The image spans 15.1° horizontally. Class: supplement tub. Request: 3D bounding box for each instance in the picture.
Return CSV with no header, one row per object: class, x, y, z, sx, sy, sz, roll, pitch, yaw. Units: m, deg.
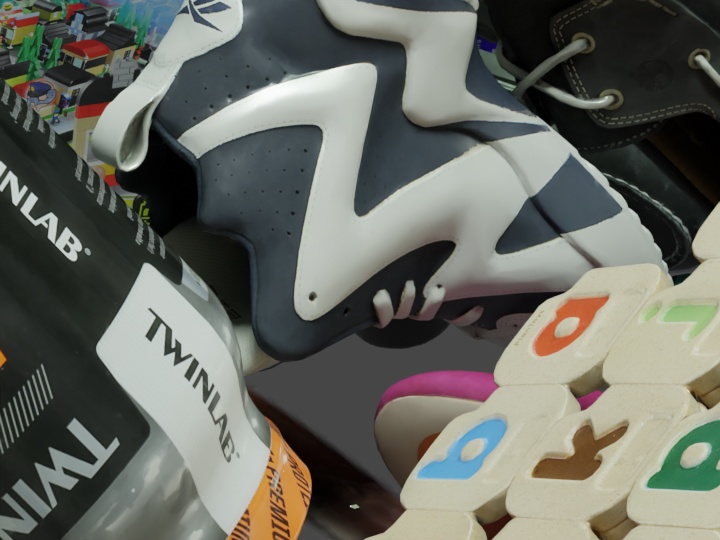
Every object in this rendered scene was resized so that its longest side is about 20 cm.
supplement tub,-0.111,0.011,0.600,0.200,0.122,0.123,45,23,-16

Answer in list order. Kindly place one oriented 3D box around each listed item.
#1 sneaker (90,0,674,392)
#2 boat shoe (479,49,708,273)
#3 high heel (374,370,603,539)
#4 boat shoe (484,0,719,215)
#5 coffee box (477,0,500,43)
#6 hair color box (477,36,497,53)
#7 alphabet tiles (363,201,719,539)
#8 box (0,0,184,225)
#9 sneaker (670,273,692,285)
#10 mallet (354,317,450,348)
sneaker,0.000,0.000,0.742,0.130,0.200,0.079,-46,39,-15
boat shoe,0.031,-0.035,0.878,0.198,0.074,0.068,26,48,-13
high heel,0.102,0.058,0.742,0.199,0.068,0.096,25,38,-4
boat shoe,0.071,-0.068,0.763,0.199,0.068,0.072,30,-6,-32
coffee box,-0.008,-0.152,0.863,0.114,0.080,0.200,34,5,-24
hair color box,0.032,-0.082,0.982,0.198,0.065,0.109,5,26,-15
alphabet tiles,0.068,0.043,0.582,0.200,0.015,0.195,-52,20,-22
box,-0.131,-0.061,0.726,0.199,0.111,0.035,-2,29,-31
sneaker,0.183,0.018,0.832,0.198,0.080,0.078,5,28,-8
mallet,-0.064,-0.027,0.845,0.198,0.066,0.041,14,50,10
